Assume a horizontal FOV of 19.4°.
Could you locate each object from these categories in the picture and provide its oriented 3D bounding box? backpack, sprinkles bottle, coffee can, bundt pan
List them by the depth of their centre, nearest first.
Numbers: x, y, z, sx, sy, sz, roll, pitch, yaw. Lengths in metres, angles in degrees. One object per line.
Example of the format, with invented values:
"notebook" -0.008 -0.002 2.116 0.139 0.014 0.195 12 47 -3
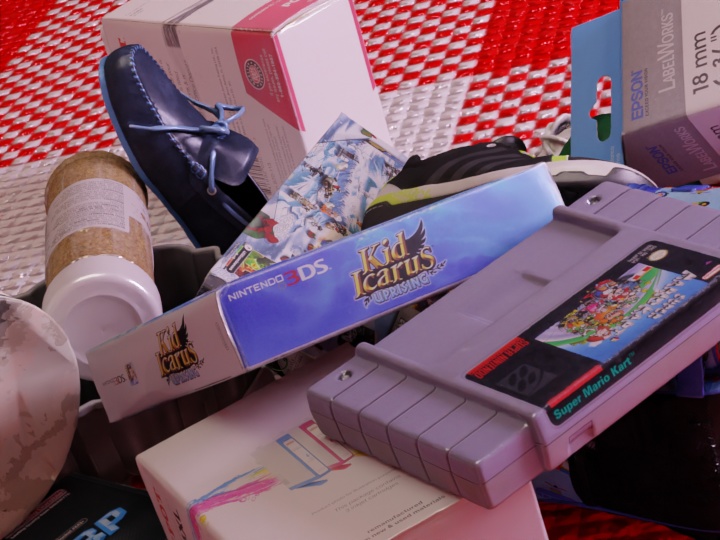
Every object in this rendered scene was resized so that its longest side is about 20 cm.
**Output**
"backpack" 0.138 0.041 1.074 0.199 0.135 0.183 2 33 38
"coffee can" -0.271 0.054 1.150 0.199 0.147 0.146 22 45 38
"sprinkles bottle" -0.156 -0.007 1.255 0.068 0.069 0.200 -18 26 0
"bundt pan" -0.150 0.066 1.272 0.201 0.076 0.202 -14 25 7

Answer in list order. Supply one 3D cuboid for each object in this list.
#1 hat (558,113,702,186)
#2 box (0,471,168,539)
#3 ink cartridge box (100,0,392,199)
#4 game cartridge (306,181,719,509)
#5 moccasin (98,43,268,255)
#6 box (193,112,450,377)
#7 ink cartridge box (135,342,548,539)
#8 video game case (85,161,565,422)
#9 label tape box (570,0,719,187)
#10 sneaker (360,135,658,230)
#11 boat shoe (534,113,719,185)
"hat" 0.143 -0.078 1.247 0.165 0.177 0.200 -9 26 22
"box" -0.164 0.186 1.073 0.159 0.046 0.200 7 34 46
"ink cartridge box" -0.084 -0.131 1.540 0.199 0.147 0.083 12 37 46
"game cartridge" 0.088 0.026 0.947 0.200 0.039 0.129 -34 26 -27
"moccasin" -0.092 -0.068 1.351 0.068 0.200 0.081 -22 31 23
"box" 0.000 0.000 1.258 0.137 0.040 0.200 34 39 2
"ink cartridge box" -0.007 0.135 0.985 0.125 0.129 0.200 -27 26 -18
"video game case" -0.019 0.013 1.076 0.199 0.046 0.181 -21 -2 -29
"label tape box" 0.190 -0.127 1.183 0.199 0.063 0.145 -18 53 31
"sneaker" 0.084 -0.050 1.190 0.199 0.072 0.083 -5 46 37
"boat shoe" 0.145 -0.070 1.365 0.199 0.066 0.072 -15 25 6
